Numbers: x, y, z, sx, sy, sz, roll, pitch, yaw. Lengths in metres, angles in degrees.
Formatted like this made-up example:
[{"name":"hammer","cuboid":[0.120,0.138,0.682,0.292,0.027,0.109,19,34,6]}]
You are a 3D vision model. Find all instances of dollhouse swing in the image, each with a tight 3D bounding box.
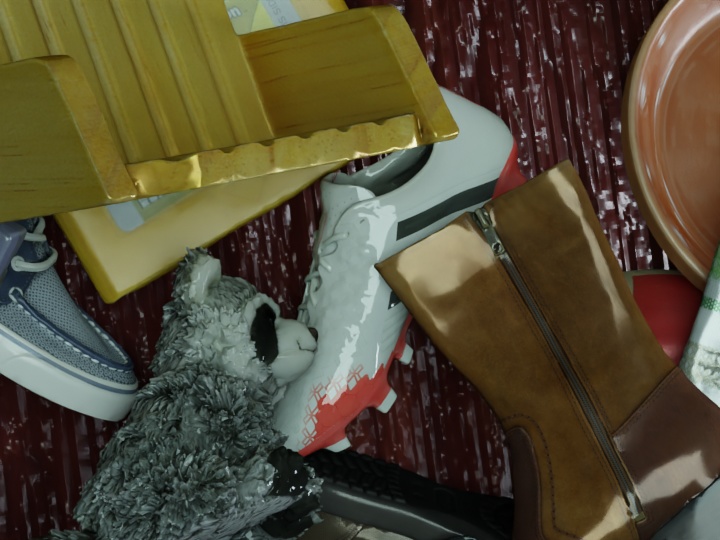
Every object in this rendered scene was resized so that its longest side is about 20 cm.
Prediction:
[{"name":"dollhouse swing","cuboid":[-0.093,-0.121,1.296,0.200,0.181,0.176,-11,92,-40]}]

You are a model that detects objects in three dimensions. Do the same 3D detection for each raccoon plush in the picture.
[{"name":"raccoon plush","cuboid":[-0.107,0.071,1.335,0.199,0.097,0.134,-13,66,-26]}]

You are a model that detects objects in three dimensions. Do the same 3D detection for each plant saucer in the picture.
[{"name":"plant saucer","cuboid":[0.222,-0.062,1.442,0.200,0.032,0.201,4,74,-12]}]

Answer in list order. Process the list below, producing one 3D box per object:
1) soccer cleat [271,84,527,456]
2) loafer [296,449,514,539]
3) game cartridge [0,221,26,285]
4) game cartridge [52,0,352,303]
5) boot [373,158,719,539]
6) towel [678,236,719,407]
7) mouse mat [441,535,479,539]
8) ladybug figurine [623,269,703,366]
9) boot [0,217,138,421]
[{"name":"soccer cleat","cuboid":[0.000,0.000,1.407,0.085,0.069,0.200,38,85,-25]},{"name":"loafer","cuboid":[0.051,0.147,1.426,0.199,0.073,0.071,20,107,1]},{"name":"game cartridge","cuboid":[-0.253,0.037,1.359,0.129,0.038,0.200,28,105,2]},{"name":"game cartridge","cuboid":[-0.098,-0.113,1.422,0.176,0.032,0.200,-31,94,-7]},{"name":"boot","cuboid":[0.066,0.076,1.349,0.188,0.068,0.200,-34,85,8]},{"name":"towel","cuboid":[0.229,0.031,1.391,0.149,0.031,0.201,19,92,-7]},{"name":"mouse mat","cuboid":[0.028,0.239,1.410,0.161,0.008,0.200,-25,101,12]},{"name":"ladybug figurine","cuboid":[0.169,0.071,1.433,0.199,0.072,0.136,15,87,-7]},{"name":"boot","cuboid":[-0.172,-0.017,1.383,0.200,0.073,0.090,35,100,-5]}]
